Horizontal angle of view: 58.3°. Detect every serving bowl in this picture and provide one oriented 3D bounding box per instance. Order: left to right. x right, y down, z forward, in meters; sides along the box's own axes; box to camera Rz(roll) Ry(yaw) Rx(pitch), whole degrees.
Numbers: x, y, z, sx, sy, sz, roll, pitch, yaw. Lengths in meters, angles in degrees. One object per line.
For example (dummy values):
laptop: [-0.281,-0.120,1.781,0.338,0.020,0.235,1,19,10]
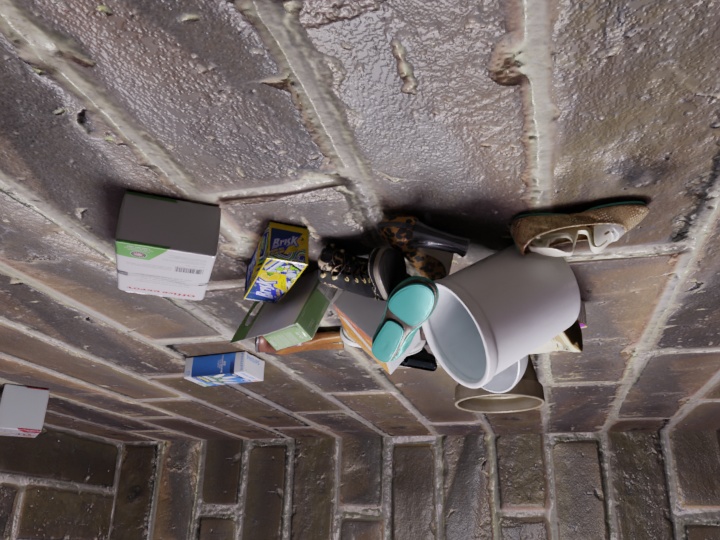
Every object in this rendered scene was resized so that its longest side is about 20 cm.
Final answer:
serving bowl: [0.238,0.119,1.192,0.065,0.203,0.200,-25,171,-28]

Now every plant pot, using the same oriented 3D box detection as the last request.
plant pot: [0.309,0.215,1.453,0.195,0.177,0.201,2,158,1]

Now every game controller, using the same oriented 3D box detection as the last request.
game controller: [0.094,0.195,1.537,0.197,0.043,0.104,16,-170,-35]

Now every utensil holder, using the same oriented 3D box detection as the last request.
utensil holder: [0.216,0.060,1.008,0.197,0.172,0.170,-25,168,-24]

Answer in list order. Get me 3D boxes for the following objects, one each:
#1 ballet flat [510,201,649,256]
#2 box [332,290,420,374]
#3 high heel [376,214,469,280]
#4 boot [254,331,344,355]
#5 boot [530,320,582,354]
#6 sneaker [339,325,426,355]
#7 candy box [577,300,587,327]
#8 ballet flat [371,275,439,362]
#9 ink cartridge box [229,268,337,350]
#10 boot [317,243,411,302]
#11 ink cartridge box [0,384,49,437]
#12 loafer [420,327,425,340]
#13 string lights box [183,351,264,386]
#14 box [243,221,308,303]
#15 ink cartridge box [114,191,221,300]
ballet flat: [0.322,-0.054,0.950,0.196,0.067,0.071,-8,155,20]
box: [0.036,0.099,1.219,0.124,0.098,0.201,40,168,21]
high heel: [0.083,-0.030,1.042,0.140,0.073,0.200,15,159,-3]
boot: [-0.139,0.164,1.497,0.195,0.070,0.189,-2,157,6]
boot: [0.322,0.113,1.205,0.152,0.074,0.199,-8,156,28]
sneaker: [0.059,0.137,1.408,0.196,0.077,0.116,8,159,-9]
candy box: [0.350,0.072,1.263,0.115,0.058,0.199,-17,150,36]
ballet flat: [0.070,0.060,0.974,0.067,0.071,0.201,34,136,7]
ink cartridge box: [-0.139,0.078,1.186,0.198,0.147,0.048,-21,121,41]
boot: [0.000,0.000,1.032,0.148,0.075,0.200,17,172,19]
ink cartridge box: [-1.174,0.490,2.230,0.143,0.148,0.199,13,156,-28]
loafer: [0.143,0.089,1.291,0.069,0.075,0.201,-2,157,11]
string lights box: [-0.374,0.272,1.776,0.196,0.060,0.103,-9,154,22]
box: [-0.145,-0.007,1.089,0.069,0.066,0.200,9,156,-18]
ink cartridge box: [-0.304,-0.031,1.014,0.143,0.086,0.200,9,157,-17]
